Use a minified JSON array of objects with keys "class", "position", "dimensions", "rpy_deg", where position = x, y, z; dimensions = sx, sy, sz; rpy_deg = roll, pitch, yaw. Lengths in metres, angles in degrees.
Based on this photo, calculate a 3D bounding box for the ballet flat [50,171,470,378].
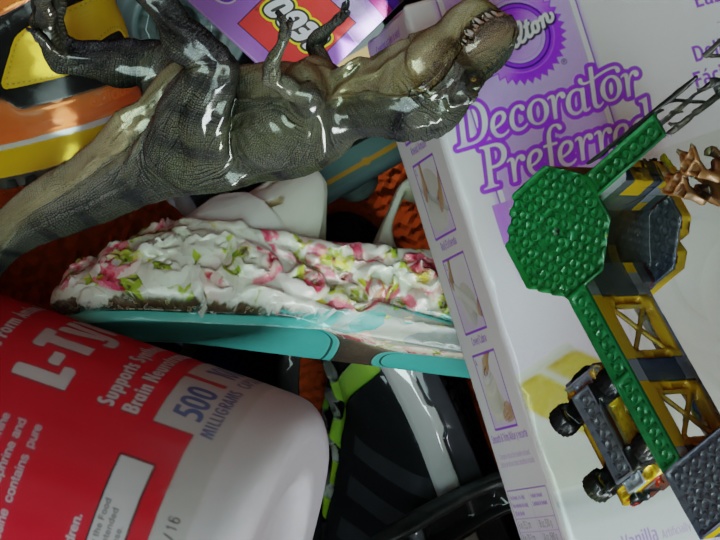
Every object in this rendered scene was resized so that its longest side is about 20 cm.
[{"class":"ballet flat","position":[0.000,0.000,0.923],"dimensions":[0.200,0.076,0.064],"rpy_deg":[7,78,-12]}]

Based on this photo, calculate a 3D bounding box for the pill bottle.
[{"class":"pill bottle","position":[-0.120,0.063,0.868],"dimensions":[0.200,0.112,0.112],"rpy_deg":[18,107,11]}]

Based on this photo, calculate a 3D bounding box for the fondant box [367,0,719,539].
[{"class":"fondant box","position":[0.102,-0.001,0.875],"dimensions":[0.144,0.058,0.200],"rpy_deg":[-17,86,-11]}]

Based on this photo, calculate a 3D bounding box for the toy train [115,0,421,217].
[{"class":"toy train","position":[0.004,-0.087,0.946],"dimensions":[0.200,0.085,0.114],"rpy_deg":[-30,105,9]}]

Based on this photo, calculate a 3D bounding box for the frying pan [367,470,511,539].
[{"class":"frying pan","position":[0.084,0.046,0.974],"dimensions":[0.190,0.031,0.115],"rpy_deg":[-5,107,-32]}]

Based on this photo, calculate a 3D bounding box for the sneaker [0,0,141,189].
[{"class":"sneaker","position":[-0.161,-0.073,0.938],"dimensions":[0.200,0.070,0.090],"rpy_deg":[-3,106,29]}]

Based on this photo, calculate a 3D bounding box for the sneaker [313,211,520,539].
[{"class":"sneaker","position":[0.006,0.079,1.006],"dimensions":[0.083,0.072,0.200],"rpy_deg":[-20,106,7]}]

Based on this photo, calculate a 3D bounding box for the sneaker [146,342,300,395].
[{"class":"sneaker","position":[-0.064,0.091,0.943],"dimensions":[0.070,0.200,0.078],"rpy_deg":[28,141,-26]}]

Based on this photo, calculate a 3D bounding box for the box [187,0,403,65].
[{"class":"box","position":[-0.042,-0.166,0.847],"dimensions":[0.200,0.039,0.137],"rpy_deg":[41,110,-14]}]

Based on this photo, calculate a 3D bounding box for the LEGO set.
[{"class":"LEGO set","position":[0.150,-0.012,0.779],"dimensions":[0.200,0.116,0.154],"rpy_deg":[-51,58,31]}]

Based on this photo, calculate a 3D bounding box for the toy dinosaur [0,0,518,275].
[{"class":"toy dinosaur","position":[-0.056,-0.055,0.841],"dimensions":[0.200,0.047,0.088],"rpy_deg":[-19,106,24]}]
